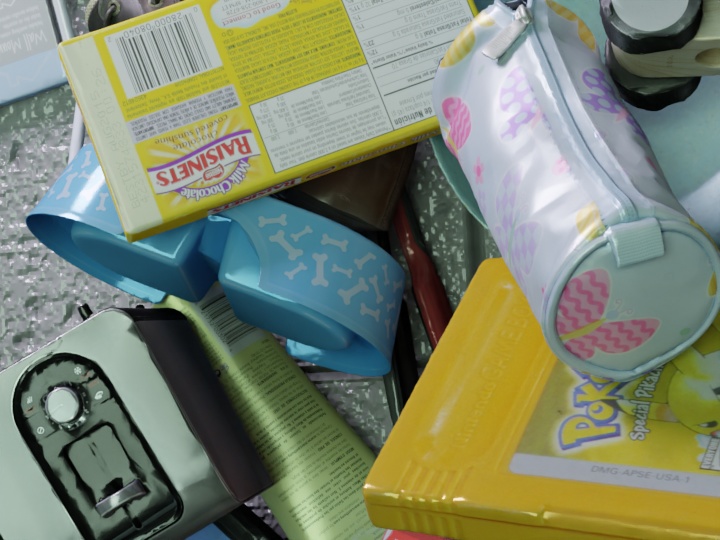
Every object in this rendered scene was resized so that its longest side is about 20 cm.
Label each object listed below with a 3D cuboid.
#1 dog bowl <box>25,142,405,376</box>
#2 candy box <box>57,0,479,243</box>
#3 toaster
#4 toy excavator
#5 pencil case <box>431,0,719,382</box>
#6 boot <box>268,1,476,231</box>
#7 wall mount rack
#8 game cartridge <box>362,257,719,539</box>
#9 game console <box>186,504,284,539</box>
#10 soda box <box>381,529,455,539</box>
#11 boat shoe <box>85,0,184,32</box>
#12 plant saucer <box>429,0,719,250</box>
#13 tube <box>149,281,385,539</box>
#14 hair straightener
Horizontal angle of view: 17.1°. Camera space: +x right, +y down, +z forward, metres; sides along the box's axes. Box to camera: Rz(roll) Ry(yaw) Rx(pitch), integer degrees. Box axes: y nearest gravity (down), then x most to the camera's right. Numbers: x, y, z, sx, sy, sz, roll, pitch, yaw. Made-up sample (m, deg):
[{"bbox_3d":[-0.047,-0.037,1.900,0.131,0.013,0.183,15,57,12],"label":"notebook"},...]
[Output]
[{"bbox_3d":[-0.069,-0.008,1.204,0.199,0.112,0.050,20,75,12],"label":"dog bowl"},{"bbox_3d":[-0.036,-0.094,1.162,0.199,0.026,0.102,-20,81,-9],"label":"candy box"},{"bbox_3d":[-0.152,0.104,1.186,0.181,0.200,0.119,-30,87,4],"label":"toaster"},{"bbox_3d":[0.201,-0.188,1.127,0.194,0.100,0.201,-2,75,9],"label":"toy excavator"},{"bbox_3d":[0.095,-0.041,1.070,0.083,0.200,0.091,0,127,-16],"label":"pencil case"},{"bbox_3d":[-0.034,-0.131,1.234,0.186,0.064,0.200,25,89,16],"label":"boot"},{"bbox_3d":[-0.215,-0.095,1.314,0.200,0.075,0.174,-17,86,21],"label":"wall mount rack"},{"bbox_3d":[0.123,0.055,1.036,0.199,0.176,0.033,7,132,22],"label":"game cartridge"},{"bbox_3d":[-0.156,0.175,1.273,0.200,0.116,0.176,41,113,15],"label":"game console"},{"bbox_3d":[0.068,0.139,1.144,0.070,0.200,0.064,19,75,19],"label":"soda box"},{"bbox_3d":[-0.110,-0.130,1.238,0.066,0.072,0.201,0,56,-17],"label":"boat shoe"},{"bbox_3d":[0.132,-0.092,1.190,0.200,0.039,0.202,-2,82,11],"label":"plant saucer"},{"bbox_3d":[-0.038,0.090,1.266,0.200,0.052,0.058,51,124,11],"label":"tube"},{"bbox_3d":[0.000,0.000,1.253,0.077,0.041,0.201,-21,84,19],"label":"hair straightener"}]
